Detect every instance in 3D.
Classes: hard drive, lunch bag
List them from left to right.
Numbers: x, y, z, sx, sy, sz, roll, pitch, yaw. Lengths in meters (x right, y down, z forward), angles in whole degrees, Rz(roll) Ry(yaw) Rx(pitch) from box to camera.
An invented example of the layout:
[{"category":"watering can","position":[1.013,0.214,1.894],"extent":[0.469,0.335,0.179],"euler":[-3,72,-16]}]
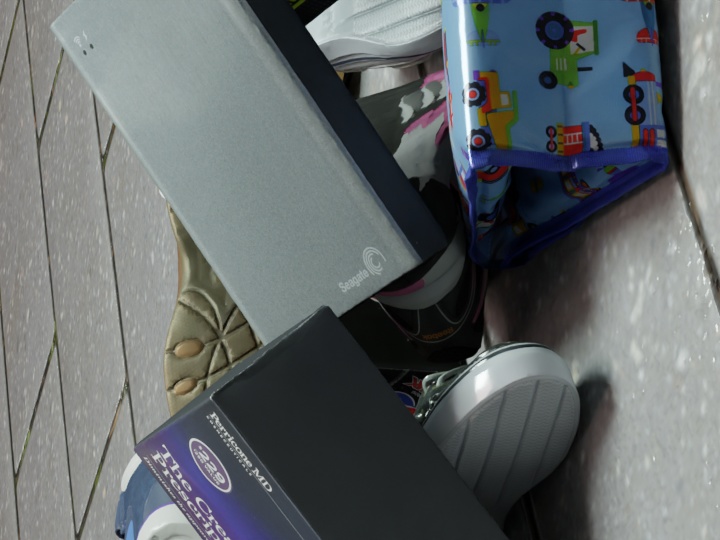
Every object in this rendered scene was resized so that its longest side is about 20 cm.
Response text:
[{"category":"hard drive","position":[-0.055,-0.066,1.282],"extent":[0.200,0.033,0.140],"euler":[56,143,0]},{"category":"lunch bag","position":[0.072,-0.093,1.266],"extent":[0.200,0.094,0.151],"euler":[121,148,-74]}]

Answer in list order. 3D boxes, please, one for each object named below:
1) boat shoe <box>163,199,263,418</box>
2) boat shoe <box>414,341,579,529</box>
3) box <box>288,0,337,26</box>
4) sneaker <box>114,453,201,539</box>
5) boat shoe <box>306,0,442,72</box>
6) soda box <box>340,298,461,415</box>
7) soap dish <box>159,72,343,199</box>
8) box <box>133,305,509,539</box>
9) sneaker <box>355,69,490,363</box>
[{"category":"boat shoe","position":[-0.071,0.024,1.530],"extent":[0.068,0.072,0.200],"euler":[56,-150,-72]},{"category":"boat shoe","position":[0.048,0.080,1.298],"extent":[0.200,0.072,0.071],"euler":[115,149,-54]},{"category":"box","position":[-0.020,-0.217,1.298],"extent":[0.193,0.047,0.200],"euler":[-35,42,54]},{"category":"sneaker","position":[-0.134,0.207,1.876],"extent":[0.146,0.081,0.200],"euler":[-98,16,-59]},{"category":"boat shoe","position":[0.019,-0.147,1.463],"extent":[0.200,0.067,0.074],"euler":[-4,84,50]},{"category":"soda box","position":[0.000,0.000,1.481],"extent":[0.063,0.071,0.200],"euler":[110,157,-43]},{"category":"soap dish","position":[-0.061,-0.130,1.680],"extent":[0.157,0.081,0.200],"euler":[178,100,-73]},{"category":"box","position":[-0.003,0.129,1.259],"extent":[0.200,0.079,0.141],"euler":[52,154,-1]},{"category":"sneaker","position":[0.028,-0.023,1.392],"extent":[0.200,0.080,0.086],"euler":[-84,-26,-53]}]
